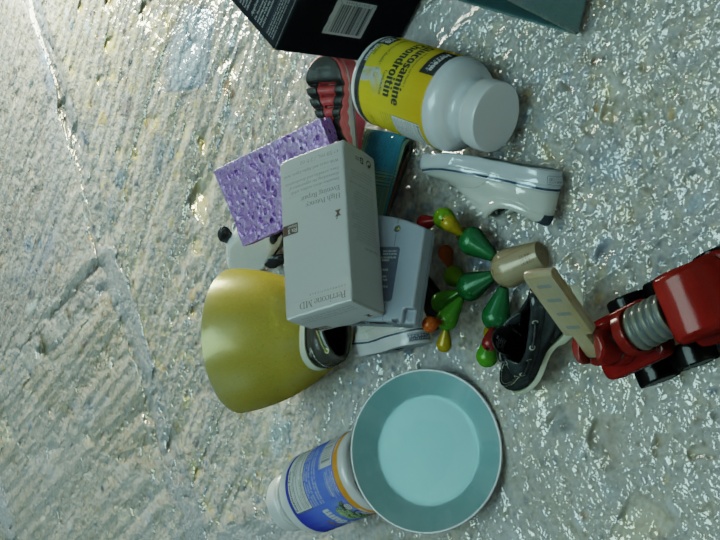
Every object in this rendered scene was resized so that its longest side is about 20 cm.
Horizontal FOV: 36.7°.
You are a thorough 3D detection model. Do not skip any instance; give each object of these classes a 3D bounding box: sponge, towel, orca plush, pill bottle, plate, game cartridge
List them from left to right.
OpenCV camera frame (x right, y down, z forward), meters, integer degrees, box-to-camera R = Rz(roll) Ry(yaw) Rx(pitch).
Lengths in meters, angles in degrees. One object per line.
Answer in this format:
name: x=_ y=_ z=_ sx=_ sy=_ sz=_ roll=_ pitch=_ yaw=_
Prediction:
orca plush: x=-0.152 y=-0.073 z=1.592 sx=0.104 sy=0.072 sz=0.201 roll=12 pitch=139 yaw=5
sponge: x=-0.100 y=-0.113 z=1.420 sx=0.198 sy=0.030 sz=0.113 roll=-20 pitch=90 yaw=36
pill bottle: x=-0.040 y=0.291 z=1.470 sx=0.199 sy=0.111 sz=0.113 roll=-33 pitch=69 yaw=44
towel: x=-0.018 y=-0.122 z=1.461 sx=0.199 sy=0.022 sz=0.148 roll=18 pitch=90 yaw=47
game cartridge: x=0.000 y=0.000 z=1.322 sx=0.198 sy=0.041 sz=0.135 roll=1 pitch=71 yaw=38
plate: x=0.083 y=0.224 z=1.352 sx=0.198 sy=0.026 sz=0.203 roll=-3 pitch=80 yaw=20
pill bottle: x=0.089 y=-0.206 z=1.293 sx=0.199 sy=0.111 sz=0.113 roll=27 pitch=112 yaw=43

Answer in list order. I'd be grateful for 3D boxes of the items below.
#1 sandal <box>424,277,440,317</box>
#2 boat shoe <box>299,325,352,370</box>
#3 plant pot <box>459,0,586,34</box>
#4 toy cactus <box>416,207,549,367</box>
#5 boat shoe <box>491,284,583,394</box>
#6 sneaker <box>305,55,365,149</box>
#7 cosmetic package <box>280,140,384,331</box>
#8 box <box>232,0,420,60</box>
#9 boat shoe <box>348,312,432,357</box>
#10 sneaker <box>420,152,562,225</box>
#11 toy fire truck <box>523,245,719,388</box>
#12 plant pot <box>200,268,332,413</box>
sandal: x=0.039 y=0.000 z=1.410 sx=0.201 sy=0.048 sz=0.076 roll=47 pitch=124 yaw=35
boat shoe: x=-0.044 y=0.025 z=1.415 sx=0.060 sy=0.071 sz=0.204 roll=-20 pitch=71 yaw=49
plant pot: x=0.149 y=-0.395 z=1.170 sx=0.196 sy=0.195 sz=0.202 roll=30 pitch=103 yaw=42
toy cactus: x=0.141 y=0.006 z=1.280 sx=0.164 sy=0.102 sz=0.202 roll=-26 pitch=65 yaw=35
boat shoe: x=0.180 y=0.076 z=1.204 sx=0.200 sy=0.065 sz=0.075 roll=117 pitch=158 yaw=-60
sneaker: x=-0.017 y=-0.181 z=1.419 sx=0.073 sy=0.086 sz=0.203 roll=7 pitch=105 yaw=33
cosmetic package: x=-0.035 y=-0.039 z=1.290 sx=0.101 sy=0.074 sz=0.203 roll=-17 pitch=66 yaw=31
box: x=-0.060 y=-0.374 z=1.379 sx=0.197 sy=0.198 sz=0.125 roll=53 pitch=127 yaw=31
boat shoe: x=0.031 y=0.069 z=1.382 sx=0.200 sy=0.070 sz=0.071 roll=154 pitch=110 yaw=-69
sneaker: x=0.144 y=-0.097 z=1.271 sx=0.199 sy=0.072 sz=0.072 roll=17 pitch=102 yaw=45
toy fire truck: x=0.270 y=0.037 z=1.050 sx=0.175 sy=0.198 sz=0.130 roll=-33 pitch=69 yaw=43
plant pot: x=-0.109 y=0.091 z=1.497 sx=0.140 sy=0.200 sz=0.203 roll=-6 pitch=88 yaw=22
